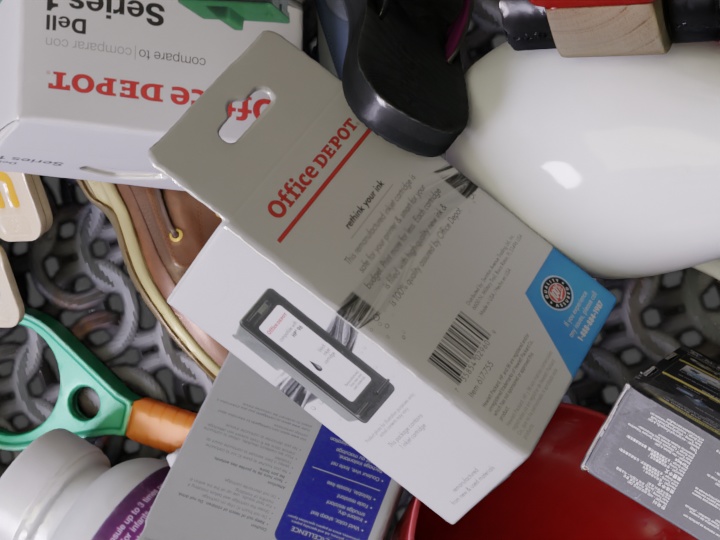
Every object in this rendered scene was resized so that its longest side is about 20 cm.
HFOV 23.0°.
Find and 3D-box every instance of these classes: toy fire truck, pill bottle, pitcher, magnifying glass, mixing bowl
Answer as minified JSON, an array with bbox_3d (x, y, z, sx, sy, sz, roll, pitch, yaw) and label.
[{"bbox_3d":[0.085,-0.210,0.743,0.129,0.200,0.176,1,56,22],"label":"toy fire truck"},{"bbox_3d":[-0.096,0.166,0.913,0.200,0.112,0.112,31,101,14],"label":"pill bottle"},{"bbox_3d":[0.152,-0.036,0.825,0.200,0.121,0.172,5,136,29],"label":"pitcher"},{"bbox_3d":[-0.143,0.075,0.972,0.200,0.022,0.080,16,97,16],"label":"magnifying glass"},{"bbox_3d":[0.079,0.172,0.832,0.200,0.200,0.108,58,138,8],"label":"mixing bowl"}]

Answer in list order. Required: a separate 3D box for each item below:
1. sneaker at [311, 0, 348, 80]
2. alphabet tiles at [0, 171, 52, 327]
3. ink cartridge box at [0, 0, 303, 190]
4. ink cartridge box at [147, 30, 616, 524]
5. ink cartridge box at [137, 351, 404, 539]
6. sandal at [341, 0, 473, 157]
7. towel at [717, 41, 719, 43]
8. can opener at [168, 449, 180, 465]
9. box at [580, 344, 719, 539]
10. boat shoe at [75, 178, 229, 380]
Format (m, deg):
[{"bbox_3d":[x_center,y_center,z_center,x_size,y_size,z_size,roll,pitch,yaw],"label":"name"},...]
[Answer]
[{"bbox_3d":[-0.012,-0.059,0.896,0.082,0.070,0.200,-13,87,17],"label":"sneaker"},{"bbox_3d":[-0.248,-0.060,0.955,0.200,0.015,0.196,-2,113,39],"label":"alphabet tiles"},{"bbox_3d":[-0.106,-0.147,0.859,0.146,0.084,0.200,4,78,-25],"label":"ink cartridge box"},{"bbox_3d":[0.000,0.000,0.776,0.200,0.116,0.068,39,136,-2],"label":"ink cartridge box"},{"bbox_3d":[-0.028,0.085,0.805,0.099,0.200,0.039,19,135,7],"label":"ink cartridge box"},{"bbox_3d":[0.028,-0.129,0.833,0.075,0.200,0.048,22,125,-23],"label":"sandal"},{"bbox_3d":[0.183,-0.165,0.853,0.145,0.022,0.200,-42,80,16],"label":"towel"},{"bbox_3d":[-0.036,0.157,0.804,0.066,0.053,0.200,-25,56,-6],"label":"can opener"},{"bbox_3d":[0.208,0.107,0.784,0.200,0.161,0.049,30,101,14],"label":"box"},{"bbox_3d":[-0.085,-0.022,0.921,0.068,0.072,0.200,-36,79,18],"label":"boat shoe"}]
